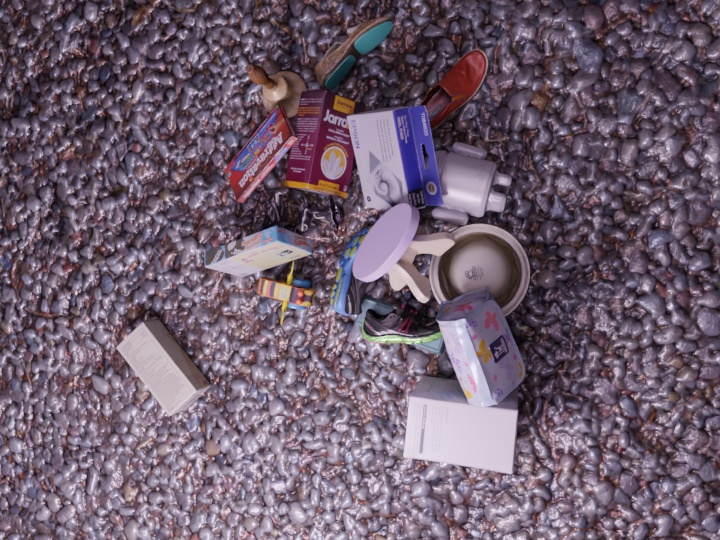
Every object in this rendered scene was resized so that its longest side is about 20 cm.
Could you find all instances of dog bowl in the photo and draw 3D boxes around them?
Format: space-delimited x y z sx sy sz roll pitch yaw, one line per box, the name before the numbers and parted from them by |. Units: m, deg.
dog bowl | 0.240 0.006 1.337 0.199 0.074 0.201 0 91 13

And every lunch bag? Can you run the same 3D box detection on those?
lunch bag | 0.218 0.137 1.209 0.127 0.200 0.170 -20 95 16

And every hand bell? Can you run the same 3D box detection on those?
hand bell | -0.188 -0.386 1.366 0.104 0.200 0.105 0 90 12

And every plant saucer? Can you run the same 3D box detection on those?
plant saucer | 0.087 0.114 1.401 0.199 0.019 0.070 19 94 13

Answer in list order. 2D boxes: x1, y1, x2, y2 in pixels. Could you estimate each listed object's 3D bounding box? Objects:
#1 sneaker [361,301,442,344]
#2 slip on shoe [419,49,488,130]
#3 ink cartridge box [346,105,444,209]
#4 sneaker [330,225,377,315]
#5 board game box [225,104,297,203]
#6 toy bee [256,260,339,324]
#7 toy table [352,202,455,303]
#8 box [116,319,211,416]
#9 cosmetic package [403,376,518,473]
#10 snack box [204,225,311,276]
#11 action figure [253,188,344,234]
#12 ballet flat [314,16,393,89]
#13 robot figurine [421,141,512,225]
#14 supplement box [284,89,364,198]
sneaker | 0.098 0.105 1.351 0.199 0.077 0.084 -3 93 11
slip on shoe | 0.185 -0.368 1.353 0.200 0.061 0.074 -46 79 8
ink cartridge box | 0.065 -0.217 1.306 0.200 0.041 0.200 8 117 50
sneaker | 0.000 0.000 1.397 0.083 0.071 0.200 22 80 -25
board game box | -0.215 -0.247 1.416 0.200 0.019 0.103 -44 54 26
toy bee | -0.136 0.043 1.405 0.199 0.109 0.131 -10 86 13
toy table | 0.085 -0.034 1.298 0.117 0.200 0.184 24 57 -25
box | -0.441 0.216 1.490 0.095 0.078 0.200 -41 82 10
cosmetic package | 0.201 0.290 1.282 0.199 0.199 0.123 6 93 12
snack box | -0.215 -0.037 1.389 0.200 0.116 0.037 -17 70 29
action figure | -0.137 -0.116 1.393 0.199 0.119 0.102 -8 86 19
ballet flat | -0.022 -0.473 1.399 0.200 0.070 0.065 -41 68 6
robot figurine | 0.198 -0.175 1.324 0.199 0.113 0.170 15 74 12
supplement box | -0.075 -0.260 1.375 0.086 0.110 0.201 15 95 48
